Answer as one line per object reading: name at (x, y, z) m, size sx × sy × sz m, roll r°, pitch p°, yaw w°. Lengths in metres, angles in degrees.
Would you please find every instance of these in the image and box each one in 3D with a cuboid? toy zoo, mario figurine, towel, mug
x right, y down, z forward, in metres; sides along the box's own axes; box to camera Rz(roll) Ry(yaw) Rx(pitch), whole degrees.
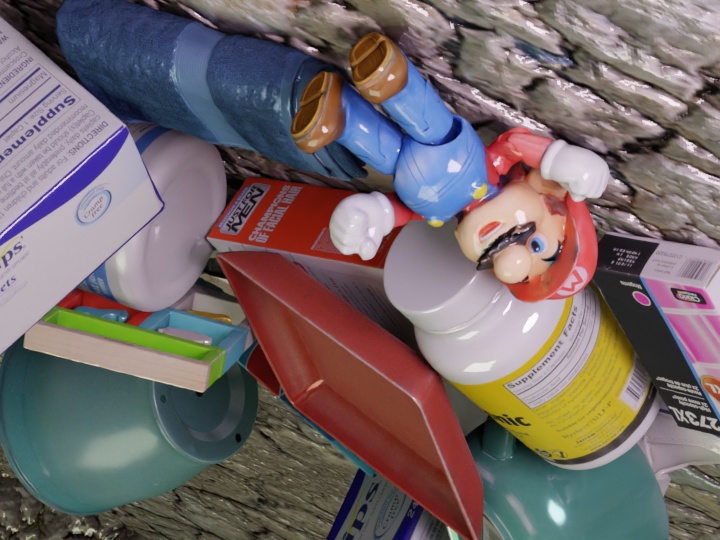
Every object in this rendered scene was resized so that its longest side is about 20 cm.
toy zoo at (-0.143, 0.036, 1.632) m, size 0.130 × 0.021 × 0.200 m, roll 14°, pitch -165°, yaw 8°
mario figurine at (0.059, -0.042, 1.311) m, size 0.200 × 0.106 × 0.123 m, roll 36°, pitch 161°, yaw -26°
towel at (-0.092, -0.113, 1.428) m, size 0.199 × 0.049 × 0.112 m, roll 19°, pitch 162°, yaw 26°
mug at (0.123, 0.159, 1.659) m, size 0.186 × 0.114 × 0.152 m, roll 62°, pitch 156°, yaw -1°

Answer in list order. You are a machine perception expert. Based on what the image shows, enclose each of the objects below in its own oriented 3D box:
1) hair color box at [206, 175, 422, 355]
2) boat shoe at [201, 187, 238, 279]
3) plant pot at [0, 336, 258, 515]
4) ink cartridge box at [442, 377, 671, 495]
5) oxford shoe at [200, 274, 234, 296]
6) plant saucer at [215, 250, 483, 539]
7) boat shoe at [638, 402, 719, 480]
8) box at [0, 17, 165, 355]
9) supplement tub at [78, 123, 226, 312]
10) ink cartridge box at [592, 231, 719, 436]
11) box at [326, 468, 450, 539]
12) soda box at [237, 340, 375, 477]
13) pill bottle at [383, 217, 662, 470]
hair color box at (0.000, 0.000, 1.597) m, size 0.199 × 0.064 × 0.111 m, roll 10°, pitch 148°, yaw 45°
boat shoe at (-0.143, -0.032, 1.737) m, size 0.199 × 0.072 × 0.068 m, roll 13°, pitch 166°, yaw 40°
plant pot at (-0.203, 0.118, 2.139) m, size 0.187 × 0.201 × 0.200 m, roll -12°, pitch 142°, yaw 42°
ink cartridge box at (0.130, 0.147, 1.852) m, size 0.145 × 0.084 × 0.200 m, roll 8°, pitch 157°, yaw 49°
oxford shoe at (-0.170, -0.014, 1.832) m, size 0.199 × 0.073 × 0.071 m, roll 25°, pitch 164°, yaw 5°
plant saucer at (0.003, 0.079, 1.581) m, size 0.199 × 0.037 × 0.200 m, roll 35°, pitch 162°, yaw 33°
boat shoe at (0.207, 0.128, 1.687) m, size 0.071 × 0.070 × 0.199 m, roll 37°, pitch 162°, yaw -36°
box at (-0.264, -0.062, 1.508) m, size 0.200 × 0.184 × 0.105 m, roll 40°, pitch 165°, yaw 29°
supplement tub at (-0.207, -0.060, 1.634) m, size 0.199 × 0.133 × 0.132 m, roll 18°, pitch 163°, yaw 23°
ink cartridge box at (0.220, 0.059, 1.429) m, size 0.094 × 0.037 × 0.200 m, roll 11°, pitch 147°, yaw 45°
box at (0.035, 0.254, 1.819) m, size 0.105 × 0.185 × 0.200 m, roll 29°, pitch 164°, yaw -13°
soda box at (-0.044, 0.078, 1.841) m, size 0.200 × 0.064 × 0.068 m, roll 37°, pitch 175°, yaw 43°
pill bottle at (0.103, 0.038, 1.486) m, size 0.111 × 0.112 × 0.200 m, roll 10°, pitch 157°, yaw 45°
